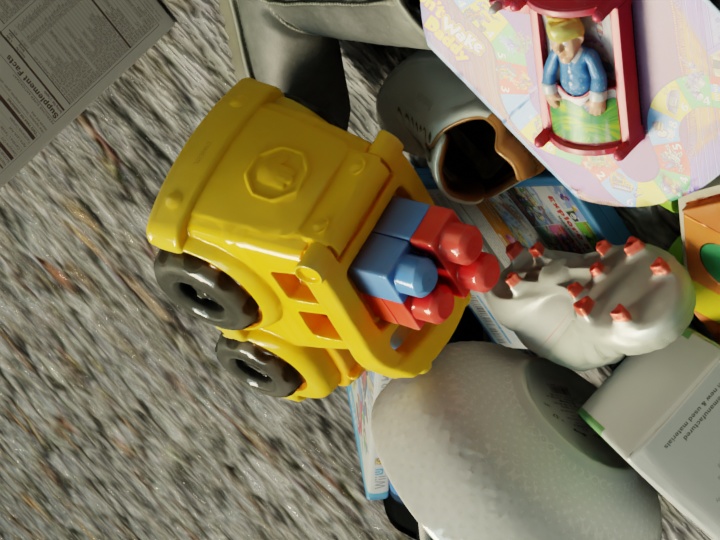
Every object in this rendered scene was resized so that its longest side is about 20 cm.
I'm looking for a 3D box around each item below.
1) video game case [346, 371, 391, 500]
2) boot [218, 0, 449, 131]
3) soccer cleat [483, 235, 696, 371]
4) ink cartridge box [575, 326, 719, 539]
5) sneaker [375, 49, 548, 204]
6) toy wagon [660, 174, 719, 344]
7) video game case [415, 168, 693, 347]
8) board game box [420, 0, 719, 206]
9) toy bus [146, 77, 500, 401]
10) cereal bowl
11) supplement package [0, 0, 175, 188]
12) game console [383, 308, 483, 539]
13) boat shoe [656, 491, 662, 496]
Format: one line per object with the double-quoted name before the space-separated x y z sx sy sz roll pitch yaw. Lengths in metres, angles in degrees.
"video game case" 0.004 0.044 1.668 0.200 0.018 0.144 92 169 -53
"boot" -0.001 -0.144 1.434 0.200 0.073 0.182 6 130 48
"soccer cleat" 0.142 0.024 1.407 0.078 0.069 0.200 48 164 -20
"ink cartridge box" 0.234 0.127 1.394 0.200 0.088 0.145 43 180 -9
"sneaker" 0.052 -0.082 1.431 0.073 0.085 0.200 51 158 -19
"toy wagon" 0.228 -0.008 1.316 0.155 0.040 0.200 30 154 30
"video game case" 0.110 -0.006 1.526 0.143 0.018 0.200 54 155 -21
"board game box" 0.107 -0.110 1.274 0.200 0.039 0.158 46 136 0
"toy bus" 0.000 0.000 1.445 0.191 0.136 0.200 15 153 33
"cereal bowl" 0.108 0.115 1.478 0.200 0.200 0.083 43 115 4
"supplement package" -0.268 -0.155 1.690 0.151 0.200 0.152 51 156 -16
"game console" 0.030 0.128 1.701 0.116 0.176 0.201 2 111 23
"boat shoe" 0.195 0.108 1.564 0.200 0.062 0.073 -18 83 59
